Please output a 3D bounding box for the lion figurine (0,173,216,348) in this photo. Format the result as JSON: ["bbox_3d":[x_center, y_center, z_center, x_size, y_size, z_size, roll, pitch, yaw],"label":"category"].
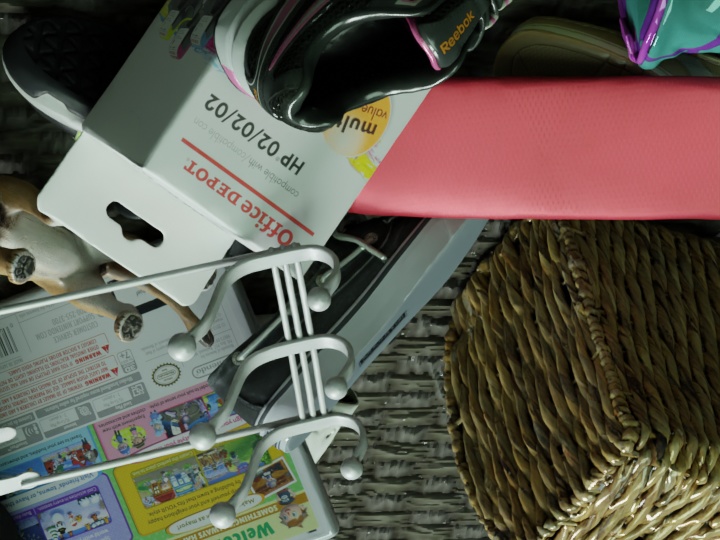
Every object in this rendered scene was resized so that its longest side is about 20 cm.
[{"bbox_3d":[-0.168,-0.017,1.302,0.200,0.122,0.073,41,73,-47],"label":"lion figurine"}]

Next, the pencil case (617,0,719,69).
[{"bbox_3d":[0.223,-0.136,1.276,0.199,0.085,0.093,3,136,-17],"label":"pencil case"}]

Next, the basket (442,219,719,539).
[{"bbox_3d":[0.143,0.079,1.396,0.149,0.200,0.143,16,129,-28],"label":"basket"}]

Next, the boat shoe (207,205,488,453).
[{"bbox_3d":[0.000,0.001,1.352,0.199,0.068,0.074,-50,169,-7],"label":"boat shoe"}]

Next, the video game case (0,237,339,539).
[{"bbox_3d":[-0.135,0.091,1.392,0.199,0.022,0.183,-21,96,10],"label":"video game case"}]

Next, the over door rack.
[{"bbox_3d":[-0.102,0.059,1.236,0.199,0.067,0.148,-4,140,4],"label":"over door rack"}]

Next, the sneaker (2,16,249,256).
[{"bbox_3d":[-0.105,-0.054,1.294,0.200,0.072,0.083,26,127,-34],"label":"sneaker"}]

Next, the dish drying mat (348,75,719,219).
[{"bbox_3d":[0.090,-0.062,1.296,0.199,0.018,0.077,0,113,7],"label":"dish drying mat"}]

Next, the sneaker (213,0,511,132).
[{"bbox_3d":[0.037,-0.121,1.129,0.200,0.086,0.080,-37,125,4],"label":"sneaker"}]

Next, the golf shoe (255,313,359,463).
[{"bbox_3d":[-0.045,0.102,1.473,0.097,0.078,0.200,-13,138,-9],"label":"golf shoe"}]

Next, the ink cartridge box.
[{"bbox_3d":[-0.047,-0.078,1.218,0.115,0.068,0.200,35,88,-39],"label":"ink cartridge box"}]

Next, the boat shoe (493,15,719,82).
[{"bbox_3d":[0.162,-0.081,1.330,0.199,0.066,0.074,25,128,-8],"label":"boat shoe"}]

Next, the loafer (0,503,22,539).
[{"bbox_3d":[-0.231,0.139,1.358,0.072,0.073,0.201,-13,114,19],"label":"loafer"}]
